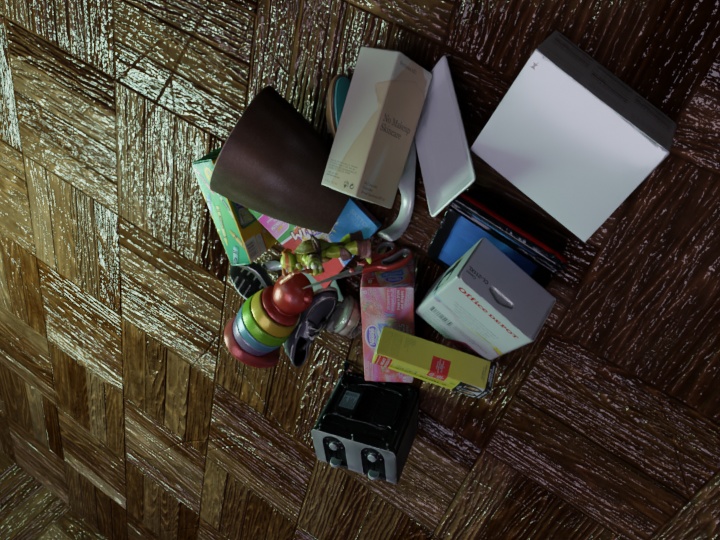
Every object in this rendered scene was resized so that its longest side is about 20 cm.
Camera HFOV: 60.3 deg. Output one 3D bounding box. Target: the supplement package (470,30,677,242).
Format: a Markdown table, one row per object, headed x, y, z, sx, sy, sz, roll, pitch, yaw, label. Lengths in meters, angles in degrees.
| x | y | z | sx | sy | sz | roll | pitch | yaw | label |
| --- | --- | --- | --- | --- | --- | --- | --- | --- | --- |
| 0.273 | -0.174 | 0.807 | 0.199 | 0.111 | 0.157 | 40 | 132 | 6 | supplement package |

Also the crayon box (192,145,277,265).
| x | y | z | sx | sy | sz | roll | pitch | yaw | label |
| --- | --- | --- | --- | --- | --- | --- | --- | --- | --- |
| -0.223 | -0.129 | 1.160 | 0.057 | 0.119 | 0.205 | -3 | 116 | 33 | crayon box |

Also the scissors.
| x | y | z | sx | sy | sz | roll | pitch | yaw | label |
| --- | --- | --- | --- | --- | --- | --- | --- | --- | --- |
| 0.000 | 0.000 | 1.046 | 0.073 | 0.196 | 0.014 | 37 | 145 | 41 | scissors |

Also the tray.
| x | y | z | sx | sy | sz | roll | pitch | yaw | label |
| --- | --- | --- | --- | --- | --- | --- | --- | --- | --- |
| 0.118 | -0.189 | 0.885 | 0.107 | 0.022 | 0.206 | -40 | 53 | 52 | tray |

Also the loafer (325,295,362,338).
| x | y | z | sx | sy | sz | roll | pitch | yaw | label |
| --- | --- | --- | --- | --- | --- | --- | --- | --- | --- |
| -0.018 | 0.094 | 1.158 | 0.062 | 0.074 | 0.200 | 27 | 169 | -8 | loafer |

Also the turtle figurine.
| x | y | z | sx | sy | sz | roll | pitch | yaw | label |
| --- | --- | --- | --- | --- | --- | --- | --- | --- | --- |
| -0.067 | -0.028 | 1.021 | 0.200 | 0.156 | 0.067 | -170 | 68 | -76 | turtle figurine |

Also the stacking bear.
| x | y | z | sx | sy | sz | roll | pitch | yaw | label |
| --- | --- | --- | --- | --- | --- | --- | --- | --- | --- |
| -0.157 | 0.078 | 1.143 | 0.200 | 0.112 | 0.123 | -44 | 67 | 31 | stacking bear |

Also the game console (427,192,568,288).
| x | y | z | sx | sy | sz | roll | pitch | yaw | label |
| --- | --- | --- | --- | --- | --- | --- | --- | --- | --- |
| 0.198 | -0.019 | 0.949 | 0.197 | 0.172 | 0.121 | 33 | 99 | 11 | game console |

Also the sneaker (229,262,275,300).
| x | y | z | sx | sy | sz | roll | pitch | yaw | label |
| --- | --- | --- | --- | --- | --- | --- | --- | --- | --- |
| -0.192 | 0.058 | 1.279 | 0.199 | 0.074 | 0.080 | 40 | 161 | 2 | sneaker |

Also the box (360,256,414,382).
| x | y | z | sx | sy | sz | roll | pitch | yaw | label |
| --- | --- | --- | --- | --- | --- | --- | --- | --- | --- |
| 0.051 | 0.088 | 1.105 | 0.091 | 0.104 | 0.205 | 0 | 122 | 6 | box |

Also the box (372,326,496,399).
| x | y | z | sx | sy | sz | roll | pitch | yaw | label |
| --- | --- | --- | --- | --- | --- | --- | --- | --- | --- |
| 0.119 | 0.153 | 1.021 | 0.194 | 0.051 | 0.076 | 19 | 159 | 1 | box |

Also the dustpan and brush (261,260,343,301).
| x | y | z | sx | sy | sz | roll | pitch | yaw | label |
| --- | --- | --- | --- | --- | --- | --- | --- | --- | --- |
| -0.128 | -0.004 | 1.227 | 0.194 | 0.058 | 0.142 | -5 | 123 | 28 | dustpan and brush |

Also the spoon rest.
| x | y | z | sx | sy | sz | roll | pitch | yaw | label |
| --- | --- | --- | --- | --- | --- | --- | --- | --- | --- |
| 0.056 | -0.154 | 1.000 | 0.098 | 0.059 | 0.206 | 27 | 126 | 48 | spoon rest |

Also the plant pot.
| x | y | z | sx | sy | sz | roll | pitch | yaw | label |
| --- | --- | --- | --- | --- | --- | --- | --- | --- | --- |
| -0.108 | -0.154 | 0.991 | 0.197 | 0.189 | 0.188 | 32 | 132 | -5 | plant pot |

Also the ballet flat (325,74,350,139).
| x | y | z | sx | sy | sz | roll | pitch | yaw | label |
| --- | --- | --- | --- | --- | --- | --- | --- | --- | --- |
| -0.025 | -0.213 | 1.014 | 0.062 | 0.068 | 0.205 | 7 | 121 | 46 | ballet flat |

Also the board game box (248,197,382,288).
| x | y | z | sx | sy | sz | roll | pitch | yaw | label |
| --- | --- | --- | --- | --- | --- | --- | --- | --- | --- |
| -0.081 | -0.095 | 1.099 | 0.200 | 0.040 | 0.153 | 44 | 107 | 1 | board game box |

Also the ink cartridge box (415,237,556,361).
| x | y | z | sx | sy | sz | roll | pitch | yaw | label |
| --- | --- | --- | --- | --- | --- | --- | --- | --- | --- |
| 0.189 | 0.055 | 0.968 | 0.145 | 0.083 | 0.200 | 40 | 158 | 1 | ink cartridge box |

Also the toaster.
| x | y | z | sx | sy | sz | roll | pitch | yaw | label |
| --- | --- | --- | --- | --- | --- | --- | --- | --- | --- |
| 0.016 | 0.303 | 1.234 | 0.175 | 0.201 | 0.122 | 10 | 127 | 18 | toaster |

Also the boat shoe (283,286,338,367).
| x | y | z | sx | sy | sz | roll | pitch | yaw | label |
| --- | --- | --- | --- | --- | --- | --- | --- | --- | --- |
| -0.090 | 0.112 | 1.194 | 0.201 | 0.071 | 0.064 | -54 | 43 | 38 | boat shoe |

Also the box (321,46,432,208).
| x | y | z | sx | sy | sz | roll | pitch | yaw | label |
| --- | --- | --- | --- | --- | --- | --- | --- | --- | --- |
| 0.024 | -0.205 | 0.899 | 0.077 | 0.094 | 0.206 | 23 | 100 | 39 | box |
